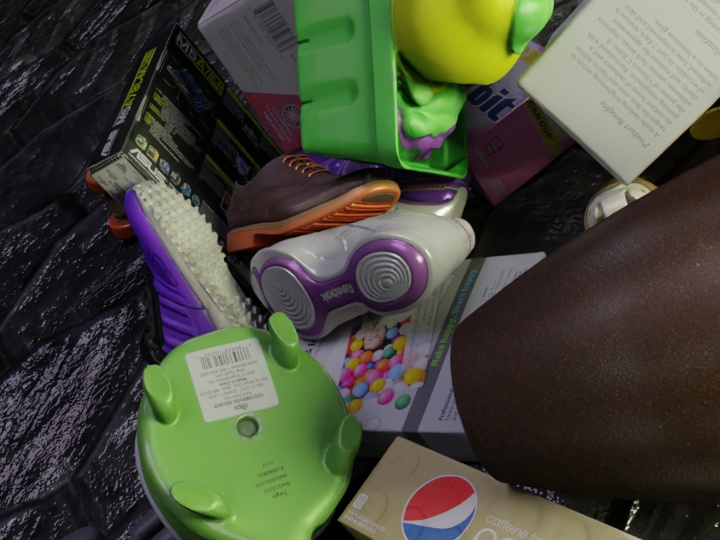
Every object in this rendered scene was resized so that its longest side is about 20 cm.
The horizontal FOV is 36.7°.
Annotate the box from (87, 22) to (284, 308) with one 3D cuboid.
[{"bbox_3d":[-0.141,-0.090,0.979,0.047,0.200,0.194,-23,37,25],"label":"box"}]

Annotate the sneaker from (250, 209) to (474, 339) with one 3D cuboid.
[{"bbox_3d":[0.000,0.000,0.816,0.199,0.076,0.099,-7,17,43],"label":"sneaker"}]

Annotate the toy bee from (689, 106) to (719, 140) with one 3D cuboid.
[{"bbox_3d":[0.291,-0.111,0.700,0.130,0.109,0.200,-34,34,4],"label":"toy bee"}]

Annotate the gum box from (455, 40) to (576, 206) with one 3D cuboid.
[{"bbox_3d":[0.104,-0.151,0.948,0.113,0.066,0.200,-38,34,1],"label":"gum box"}]

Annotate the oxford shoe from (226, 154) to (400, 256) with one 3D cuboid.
[{"bbox_3d":[-0.047,-0.062,0.866,0.199,0.071,0.074,-13,80,46],"label":"oxford shoe"}]

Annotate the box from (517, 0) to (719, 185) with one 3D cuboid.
[{"bbox_3d":[0.222,-0.182,0.744,0.200,0.106,0.152,-47,2,31],"label":"box"}]

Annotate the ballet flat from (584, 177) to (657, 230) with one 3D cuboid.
[{"bbox_3d":[0.185,-0.016,0.725,0.068,0.063,0.201,-25,36,17],"label":"ballet flat"}]

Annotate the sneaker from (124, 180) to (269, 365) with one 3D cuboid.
[{"bbox_3d":[-0.146,0.030,0.864,0.099,0.201,0.070,-31,4,19],"label":"sneaker"}]

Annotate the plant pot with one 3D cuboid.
[{"bbox_3d":[0.154,0.045,0.570,0.198,0.187,0.188,-18,39,24],"label":"plant pot"}]

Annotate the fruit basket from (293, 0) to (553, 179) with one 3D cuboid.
[{"bbox_3d":[0.054,-0.171,0.771,0.213,0.155,0.218,0,90,27],"label":"fruit basket"}]

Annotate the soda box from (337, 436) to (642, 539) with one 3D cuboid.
[{"bbox_3d":[0.082,0.164,0.610,0.199,0.064,0.068,14,59,50],"label":"soda box"}]

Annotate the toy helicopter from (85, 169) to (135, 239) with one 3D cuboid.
[{"bbox_3d":[-0.186,-0.102,1.167,0.198,0.079,0.133,3,41,30],"label":"toy helicopter"}]

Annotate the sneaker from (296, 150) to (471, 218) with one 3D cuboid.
[{"bbox_3d":[0.018,-0.076,0.921,0.199,0.080,0.084,19,79,43],"label":"sneaker"}]

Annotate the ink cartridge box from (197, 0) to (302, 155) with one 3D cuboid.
[{"bbox_3d":[-0.016,-0.213,0.940,0.199,0.147,0.083,-24,28,22],"label":"ink cartridge box"}]

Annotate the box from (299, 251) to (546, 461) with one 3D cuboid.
[{"bbox_3d":[0.034,0.063,0.790,0.198,0.041,0.157,-6,45,39],"label":"box"}]

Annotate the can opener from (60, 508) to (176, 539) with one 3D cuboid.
[{"bbox_3d":[-0.155,0.189,0.787,0.200,0.067,0.053,-41,35,-5],"label":"can opener"}]

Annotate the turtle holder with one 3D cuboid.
[{"bbox_3d":[-0.065,0.133,0.708,0.185,0.132,0.141,40,58,13],"label":"turtle holder"}]
